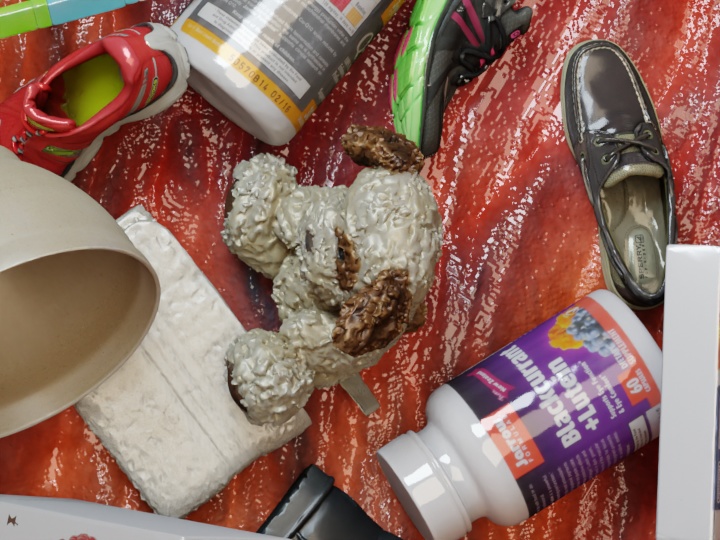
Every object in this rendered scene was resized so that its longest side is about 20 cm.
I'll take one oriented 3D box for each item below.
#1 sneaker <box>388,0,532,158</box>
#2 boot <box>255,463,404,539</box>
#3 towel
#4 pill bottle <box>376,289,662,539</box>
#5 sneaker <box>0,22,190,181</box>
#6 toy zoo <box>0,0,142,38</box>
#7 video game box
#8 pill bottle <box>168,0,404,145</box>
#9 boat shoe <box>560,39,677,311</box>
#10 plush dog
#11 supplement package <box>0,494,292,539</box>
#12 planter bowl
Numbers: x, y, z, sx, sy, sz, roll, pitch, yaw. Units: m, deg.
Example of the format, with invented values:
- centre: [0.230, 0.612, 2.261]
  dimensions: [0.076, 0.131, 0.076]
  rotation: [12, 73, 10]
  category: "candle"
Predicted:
- centre: [0.076, -0.170, 1.657]
  dimensions: [0.084, 0.077, 0.200]
  rotation: [20, 89, -8]
  category: "sneaker"
- centre: [-0.025, 0.258, 1.626]
  dimensions: [0.168, 0.076, 0.200]
  rotation: [39, 77, -1]
  category: "boot"
- centre: [-0.144, 0.066, 1.639]
  dimensions: [0.132, 0.034, 0.200]
  rotation: [-36, 92, -6]
  category: "towel"
- centre: [0.116, 0.109, 1.634]
  dimensions: [0.200, 0.111, 0.112]
  rotation: [-32, 93, -8]
  category: "pill bottle"
- centre: [-0.209, -0.108, 1.578]
  dimensions: [0.200, 0.085, 0.077]
  rotation: [-35, 81, 28]
  category: "sneaker"
- centre: [-0.175, -0.226, 1.606]
  dimensions: [0.200, 0.131, 0.020]
  rotation: [-17, 134, -9]
  category: "toy zoo"
- centre: [0.250, 0.087, 1.622]
  dimensions: [0.047, 0.182, 0.200]
  rotation: [2, 88, 20]
  category: "video game box"
- centre: [-0.036, -0.195, 1.620]
  dimensions: [0.116, 0.116, 0.200]
  rotation: [40, 84, -5]
  category: "pill bottle"
- centre: [0.194, -0.071, 1.674]
  dimensions: [0.073, 0.065, 0.200]
  rotation: [-15, 89, -7]
  category: "boat shoe"
- centre: [0.000, 0.000, 1.582]
  dimensions: [0.160, 0.172, 0.200]
  rotation: [9, 63, -21]
  category: "plush dog"
- centre: [-0.162, 0.219, 1.537]
  dimensions: [0.200, 0.120, 0.121]
  rotation: [5, 86, 36]
  category: "supplement package"
- centre: [-0.249, 0.002, 1.532]
  dimensions: [0.200, 0.200, 0.135]
  rotation: [-28, 63, -8]
  category: "planter bowl"
